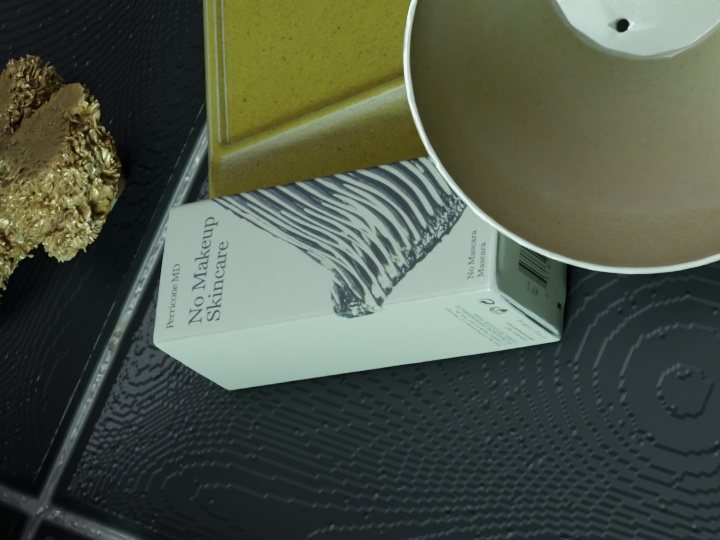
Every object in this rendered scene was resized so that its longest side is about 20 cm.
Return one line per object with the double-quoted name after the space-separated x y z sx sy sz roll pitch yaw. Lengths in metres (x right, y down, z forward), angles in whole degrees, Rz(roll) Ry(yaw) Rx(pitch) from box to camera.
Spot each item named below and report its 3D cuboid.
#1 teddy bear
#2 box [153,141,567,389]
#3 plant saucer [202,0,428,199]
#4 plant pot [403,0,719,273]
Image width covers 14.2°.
-0.199 -0.043 1.587 0.200 0.067 0.145 -26 45 32 "teddy bear"
0.000 0.000 1.404 0.200 0.068 0.082 -11 62 32 "box"
-0.009 -0.130 1.488 0.200 0.048 0.200 -20 58 28 "plant saucer"
0.125 -0.117 1.309 0.200 0.200 0.134 -33 18 20 "plant pot"
